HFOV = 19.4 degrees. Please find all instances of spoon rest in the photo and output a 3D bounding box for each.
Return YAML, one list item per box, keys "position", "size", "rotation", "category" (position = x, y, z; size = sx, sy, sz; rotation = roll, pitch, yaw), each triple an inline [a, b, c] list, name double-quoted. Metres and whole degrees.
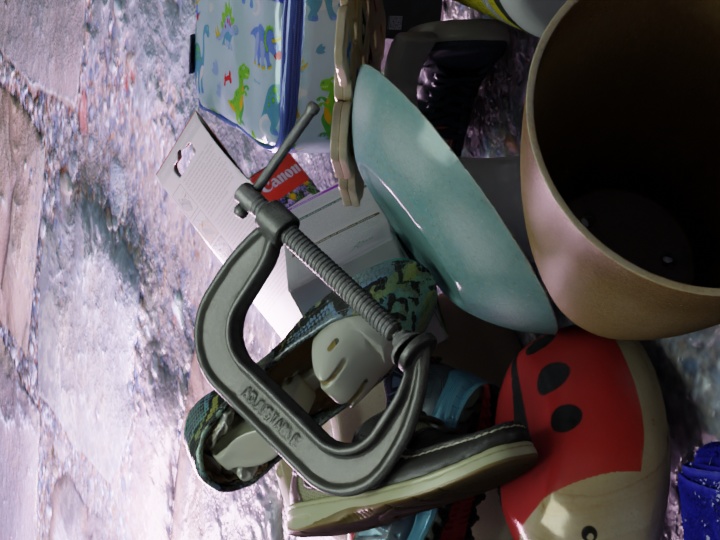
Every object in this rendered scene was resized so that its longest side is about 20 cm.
- position: [0.081, -0.065, 1.329]
  size: [0.200, 0.099, 0.061]
  rotation: [51, 124, 24]
  category: "spoon rest"

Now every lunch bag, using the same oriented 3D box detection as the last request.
- position: [-0.062, -0.181, 1.556]
  size: [0.200, 0.082, 0.162]
  rotation: [-140, 52, -60]
  category: "lunch bag"

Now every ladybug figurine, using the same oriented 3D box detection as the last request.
- position: [0.127, 0.109, 1.270]
  size: [0.136, 0.071, 0.201]
  rotation: [-57, 25, 35]
  category: "ladybug figurine"

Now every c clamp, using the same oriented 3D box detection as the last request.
- position: [-0.025, 0.026, 1.257]
  size: [0.171, 0.027, 0.200]
  rotation: [-50, 63, 16]
  category: "c clamp"

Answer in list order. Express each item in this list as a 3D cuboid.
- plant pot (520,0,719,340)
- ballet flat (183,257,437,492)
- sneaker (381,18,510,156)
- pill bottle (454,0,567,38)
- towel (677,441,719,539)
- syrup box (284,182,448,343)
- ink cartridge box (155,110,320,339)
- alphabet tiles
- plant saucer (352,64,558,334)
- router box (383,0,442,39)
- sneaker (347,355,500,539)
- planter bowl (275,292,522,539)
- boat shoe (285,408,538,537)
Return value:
- position: [0.160, -0.040, 1.140]
  size: [0.200, 0.184, 0.188]
  rotation: [111, 149, -67]
  category: "plant pot"
- position: [-0.029, 0.072, 1.305]
  size: [0.200, 0.074, 0.075]
  rotation: [-41, 49, 20]
  category: "ballet flat"
- position: [0.054, -0.111, 1.452]
  size: [0.200, 0.074, 0.085]
  rotation: [137, 130, -70]
  category: "sneaker"
- position: [0.091, -0.216, 1.317]
  size: [0.200, 0.111, 0.114]
  rotation: [35, 123, 58]
  category: "pill bottle"
- position: [0.237, 0.169, 1.117]
  size: [0.200, 0.049, 0.149]
  rotation: [180, 89, -64]
  category: "towel"
- position: [0.000, 0.000, 1.423]
  size: [0.079, 0.081, 0.200]
  rotation: [62, -174, -16]
  category: "syrup box"
- position: [-0.068, -0.031, 1.637]
  size: [0.201, 0.050, 0.109]
  rotation: [52, 146, 7]
  category: "ink cartridge box"
- position: [-0.003, -0.149, 1.357]
  size: [0.196, 0.014, 0.202]
  rotation: [71, -158, -71]
  category: "alphabet tiles"
- position: [0.045, -0.032, 1.276]
  size: [0.202, 0.039, 0.201]
  rotation: [54, 175, 7]
  category: "plant saucer"
- position: [0.012, -0.283, 1.546]
  size: [0.157, 0.052, 0.202]
  rotation: [-146, 58, -60]
  category: "router box"
- position: [0.027, 0.149, 1.365]
  size: [0.095, 0.079, 0.202]
  rotation: [30, 105, 34]
  category: "sneaker"
- position: [0.019, 0.116, 1.472]
  size: [0.200, 0.133, 0.203]
  rotation: [178, 90, -65]
  category: "planter bowl"
- position: [0.022, 0.114, 1.271]
  size: [0.199, 0.073, 0.065]
  rotation: [-22, 74, 41]
  category: "boat shoe"
